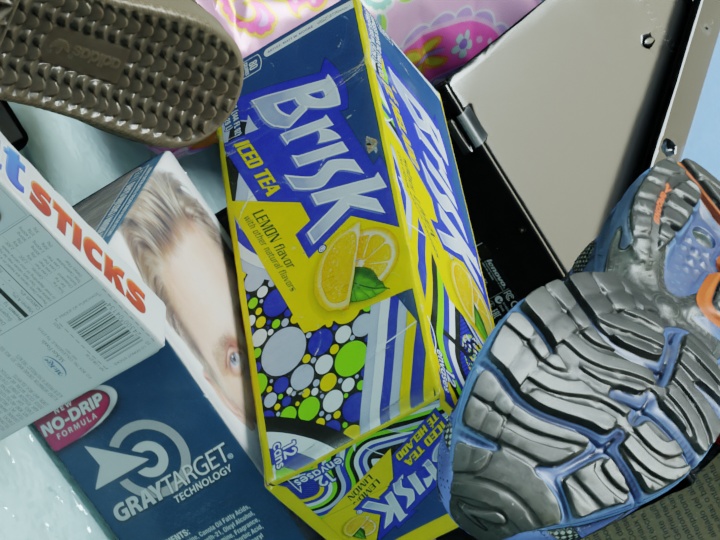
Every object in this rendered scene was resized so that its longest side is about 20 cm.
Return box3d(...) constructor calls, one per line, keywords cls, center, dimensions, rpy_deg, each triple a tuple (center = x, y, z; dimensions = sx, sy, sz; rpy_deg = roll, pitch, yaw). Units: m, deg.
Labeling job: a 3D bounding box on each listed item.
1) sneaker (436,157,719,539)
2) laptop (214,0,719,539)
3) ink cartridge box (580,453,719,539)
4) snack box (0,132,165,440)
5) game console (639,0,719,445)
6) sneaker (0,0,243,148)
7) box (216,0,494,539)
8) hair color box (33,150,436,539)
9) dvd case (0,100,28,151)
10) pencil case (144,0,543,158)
box3d(cls="sneaker", center=(0.075, 0.039, 0.871), dimensions=(0.075, 0.079, 0.200), rpy_deg=(42, 35, 6))
box3d(cls="laptop", center=(0.072, 0.000, 1.115), dimensions=(0.188, 0.199, 0.116), rpy_deg=(57, 22, -9))
box3d(cls="ink cartridge box", center=(0.119, 0.083, 1.171), dimensions=(0.075, 0.164, 0.201), rpy_deg=(78, -13, -78))
box3d(cls="snack box", center=(-0.144, -0.029, 0.802), dimensions=(0.200, 0.072, 0.024), rpy_deg=(48, 24, -33))
box3d(cls="game console", center=(0.210, -0.017, 1.081), dimensions=(0.119, 0.171, 0.201), rpy_deg=(48, 53, -48))
box3d(cls="sneaker", center=(-0.129, -0.096, 0.922), dimensions=(0.200, 0.071, 0.075), rpy_deg=(29, 3, -45))
box3d(cls="box", center=(0.000, 0.000, 0.951), dimensions=(0.064, 0.070, 0.201), rpy_deg=(46, 23, -41))
box3d(cls="hair color box", center=(-0.043, 0.068, 0.945), dimensions=(0.201, 0.060, 0.100), rpy_deg=(55, 19, -14))
box3d(cls="dvd case", center=(-0.188, -0.111, 0.892), dimensions=(0.201, 0.017, 0.143), rpy_deg=(59, 19, -5))
box3d(cls="pencil case", center=(-0.010, -0.105, 1.114), dimensions=(0.199, 0.087, 0.088), rpy_deg=(-18, 76, -36))
